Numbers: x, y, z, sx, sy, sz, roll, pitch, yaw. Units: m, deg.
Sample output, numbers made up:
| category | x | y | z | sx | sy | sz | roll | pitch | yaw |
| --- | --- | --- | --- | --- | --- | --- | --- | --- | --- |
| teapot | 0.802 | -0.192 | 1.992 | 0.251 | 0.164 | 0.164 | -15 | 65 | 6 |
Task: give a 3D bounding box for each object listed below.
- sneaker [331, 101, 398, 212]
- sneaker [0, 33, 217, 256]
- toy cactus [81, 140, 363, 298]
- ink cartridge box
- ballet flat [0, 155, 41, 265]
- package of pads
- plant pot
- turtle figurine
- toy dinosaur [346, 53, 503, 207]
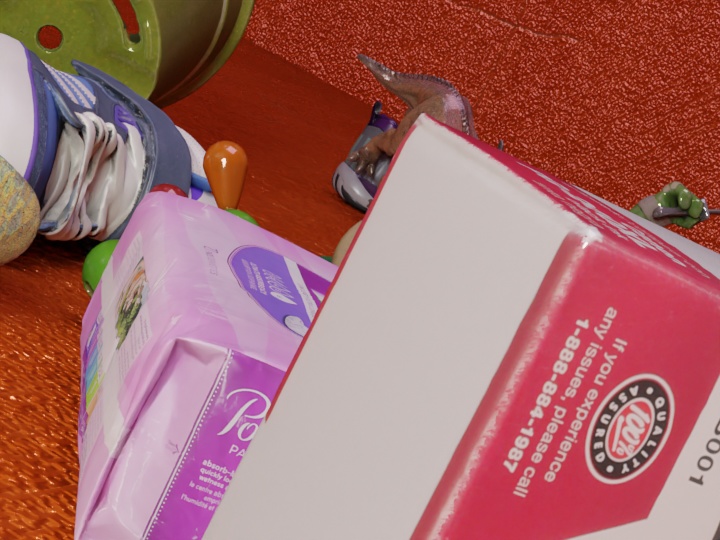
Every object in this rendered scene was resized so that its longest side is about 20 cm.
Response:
| category | x | y | z | sx | sy | sz | roll | pitch | yaw |
| --- | --- | --- | --- | --- | --- | --- | --- | --- | --- |
| sneaker | 0.079 | -0.062 | 1.535 | 0.199 | 0.088 | 0.074 | 23 | 9 | -24 |
| sneaker | -0.109 | -0.042 | 0.809 | 0.146 | 0.081 | 0.200 | 20 | 4 | -20 |
| toy cactus | 0.000 | 0.000 | 0.737 | 0.199 | 0.103 | 0.165 | 19 | -17 | -22 |
| ink cartridge box | 0.073 | 0.074 | 0.441 | 0.199 | 0.146 | 0.083 | 22 | 8 | -31 |
| ballet flat | -0.197 | -0.036 | 0.585 | 0.199 | 0.071 | 0.071 | 26 | 8 | -16 |
| package of pads | -0.022 | 0.044 | 0.573 | 0.120 | 0.076 | 0.200 | 24 | 8 | -13 |
| plant pot | -0.164 | -0.155 | 1.085 | 0.199 | 0.201 | 0.190 | 26 | 21 | -9 |
| turtle figurine | 0.211 | 0.023 | 1.236 | 0.199 | 0.145 | 0.194 | 24 | 12 | 2 |
| toy dinosaur | 0.063 | -0.085 | 1.421 | 0.085 | 0.201 | 0.135 | -7 | -16 | -30 |
